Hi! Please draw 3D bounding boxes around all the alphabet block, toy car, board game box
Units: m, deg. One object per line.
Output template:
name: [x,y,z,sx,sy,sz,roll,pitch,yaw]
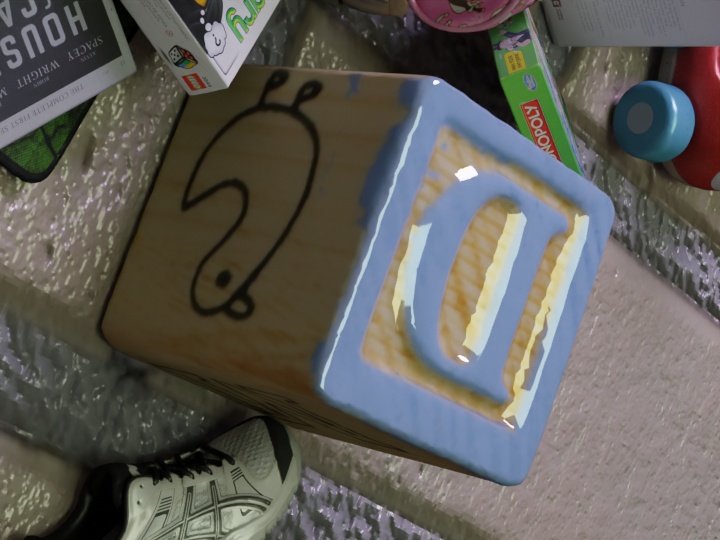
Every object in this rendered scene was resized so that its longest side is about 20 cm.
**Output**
alphabet block: [0.000,0.000,1.044,0.196,0.200,0.196,31,74,-42]
toy car: [0.333,-0.145,1.339,0.184,0.200,0.177,7,92,-44]
board game box: [-0.082,-0.216,1.012,0.126,0.035,0.200,55,46,-35]
board game box: [0.117,-0.119,1.165,0.200,0.029,0.135,-93,160,-59]

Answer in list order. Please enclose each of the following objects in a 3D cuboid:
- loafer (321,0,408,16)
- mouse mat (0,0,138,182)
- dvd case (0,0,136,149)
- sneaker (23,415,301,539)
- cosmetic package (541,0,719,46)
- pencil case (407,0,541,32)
loafer: [0.036,-0.254,1.117,0.072,0.063,0.200,62,50,-76]
mouse mat: [-0.183,-0.170,0.963,0.161,0.008,0.200,42,67,-39]
dvd case: [-0.209,-0.164,0.906,0.150,0.025,0.200,-36,118,-35]
sneaker: [-0.116,0.140,1.040,0.200,0.076,0.088,-41,123,-32]
cosmetic package: [0.234,-0.209,1.232,0.102,0.200,0.074,-38,121,-33]
pencil case: [0.093,-0.198,1.068,0.083,0.086,0.200,53,28,1]
